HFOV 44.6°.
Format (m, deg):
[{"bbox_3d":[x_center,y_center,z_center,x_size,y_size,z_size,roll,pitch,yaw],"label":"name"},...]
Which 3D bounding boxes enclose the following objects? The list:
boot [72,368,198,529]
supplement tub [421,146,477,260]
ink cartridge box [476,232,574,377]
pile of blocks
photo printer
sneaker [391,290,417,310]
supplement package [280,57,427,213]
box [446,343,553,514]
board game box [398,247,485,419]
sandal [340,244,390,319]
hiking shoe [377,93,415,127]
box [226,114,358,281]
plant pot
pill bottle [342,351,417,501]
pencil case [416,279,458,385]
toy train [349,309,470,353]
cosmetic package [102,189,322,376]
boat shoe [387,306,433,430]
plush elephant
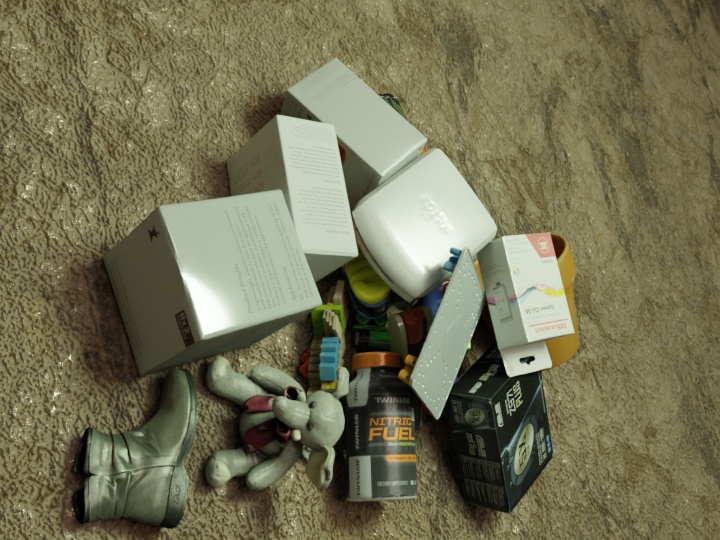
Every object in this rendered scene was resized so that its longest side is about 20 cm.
[{"bbox_3d":[-0.266,0.200,1.040,0.128,0.067,0.204,17,58,-29],"label":"boot"},{"bbox_3d":[0.125,-0.098,1.490,0.122,0.122,0.202,-39,98,-45],"label":"supplement tub"},{"bbox_3d":[0.257,0.051,1.346,0.115,0.067,0.205,-6,80,-38],"label":"ink cartridge box"},{"bbox_3d":[-0.058,0.109,1.263,0.083,0.061,0.204,73,18,-57],"label":"pile of blocks"},{"bbox_3d":[0.086,-0.063,1.274,0.199,0.069,0.168,-36,89,-31],"label":"photo printer"},{"bbox_3d":[0.080,-0.031,1.356,0.078,0.076,0.203,19,62,9],"label":"sneaker"},{"bbox_3d":[-0.018,-0.200,1.352,0.199,0.122,0.119,42,55,12],"label":"supplement package"},{"bbox_3d":[0.224,0.246,1.392,0.163,0.085,0.205,-33,118,-46],"label":"box"},{"bbox_3d":[0.120,0.092,1.247,0.203,0.025,0.200,-66,157,-15],"label":"board game box"},{"bbox_3d":[0.000,0.000,1.347,0.202,0.078,0.088,-107,-176,-47],"label":"sandal"},{"bbox_3d":[0.022,-0.274,1.525,0.199,0.075,0.102,40,39,-33],"label":"hiking shoe"},{"bbox_3d":[-0.101,-0.091,1.259,0.105,0.151,0.205,3,69,-39],"label":"box"},{"bbox_3d":[0.296,0.066,1.534,0.200,0.197,0.186,-43,115,-44],"label":"plant pot"},{"bbox_3d":[0.025,0.220,1.244,0.105,0.105,0.205,8,74,-39],"label":"pill bottle"},{"bbox_3d":[0.127,0.111,1.425,0.086,0.077,0.204,25,56,-32],"label":"pencil case"},{"bbox_3d":[0.078,0.098,1.357,0.195,0.042,0.058,4,72,-6],"label":"toy train"},{"bbox_3d":[-0.189,0.014,1.122,0.197,0.164,0.168,-12,78,-45],"label":"cosmetic package"},{"bbox_3d":[0.081,0.150,1.315,0.061,0.071,0.205,-14,114,-22],"label":"boat shoe"},{"bbox_3d":[-0.090,0.196,1.132,0.197,0.154,0.168,21,57,-33],"label":"plush elephant"}]
